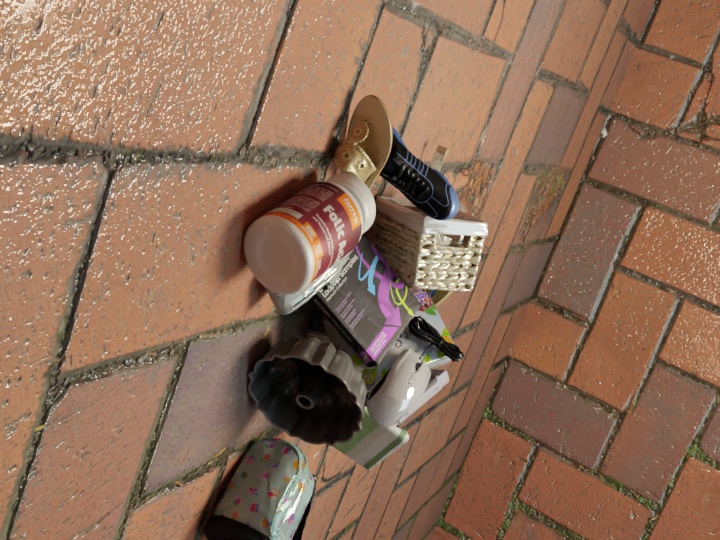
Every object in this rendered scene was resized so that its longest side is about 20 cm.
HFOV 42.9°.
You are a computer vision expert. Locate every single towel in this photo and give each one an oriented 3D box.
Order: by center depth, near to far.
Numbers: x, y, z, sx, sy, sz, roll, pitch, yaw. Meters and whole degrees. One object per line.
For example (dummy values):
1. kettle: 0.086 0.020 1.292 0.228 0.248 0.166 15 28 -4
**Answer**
1. towel: -0.026 0.265 1.617 0.149 0.199 0.031 -47 -169 46

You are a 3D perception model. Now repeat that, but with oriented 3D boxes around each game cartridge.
1. game cartridge: 0.064 0.237 1.720 0.199 0.128 0.039 -32 106 -43

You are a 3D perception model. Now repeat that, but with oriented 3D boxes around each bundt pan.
1. bundt pan: -0.077 0.185 1.468 0.076 0.198 0.204 -62 165 -46

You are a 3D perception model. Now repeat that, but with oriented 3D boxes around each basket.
1. basket: 0.111 -0.047 1.580 0.133 0.200 0.126 4 102 -24

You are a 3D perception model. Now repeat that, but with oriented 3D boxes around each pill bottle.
1. pill bottle: -0.066 -0.058 1.302 0.200 0.113 0.116 -41 150 -49

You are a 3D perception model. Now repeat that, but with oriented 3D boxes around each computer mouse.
1. computer mouse: 0.085 0.170 1.492 0.201 0.110 0.044 -51 -169 -30

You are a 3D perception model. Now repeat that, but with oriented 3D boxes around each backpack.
1. backpack: -0.157 0.391 1.560 0.202 0.164 0.128 -60 156 -31

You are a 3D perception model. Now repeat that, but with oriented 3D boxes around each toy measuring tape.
1. toy measuring tape: 0.140 -0.151 1.793 0.073 0.073 0.203 -29 140 -58

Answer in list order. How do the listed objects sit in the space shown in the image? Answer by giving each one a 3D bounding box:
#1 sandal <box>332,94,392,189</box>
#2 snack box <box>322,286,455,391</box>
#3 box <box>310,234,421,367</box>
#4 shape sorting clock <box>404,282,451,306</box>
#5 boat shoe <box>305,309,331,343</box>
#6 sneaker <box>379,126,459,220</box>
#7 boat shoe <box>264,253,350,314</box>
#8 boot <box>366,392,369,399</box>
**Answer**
1. sandal: -0.011 -0.156 1.388 0.070 0.077 0.214 -40 155 -47
2. snack box: 0.051 0.115 1.564 0.197 0.144 0.053 -15 160 -30
3. box: -0.003 0.034 1.488 0.143 0.200 0.036 -50 -163 -31
4. shape sorting clock: 0.120 -0.015 1.730 0.039 0.199 0.203 23 93 -42
5. boat shoe: -0.006 0.101 1.622 0.197 0.070 0.068 7 93 -27
6. sneaker: 0.068 -0.150 1.433 0.070 0.200 0.078 -49 170 28
7. boat shoe: -0.067 -0.003 1.403 0.200 0.069 0.073 -39 123 -37
8. boot: -0.005 0.210 1.654 0.212 0.155 0.081 118 -23 -59
